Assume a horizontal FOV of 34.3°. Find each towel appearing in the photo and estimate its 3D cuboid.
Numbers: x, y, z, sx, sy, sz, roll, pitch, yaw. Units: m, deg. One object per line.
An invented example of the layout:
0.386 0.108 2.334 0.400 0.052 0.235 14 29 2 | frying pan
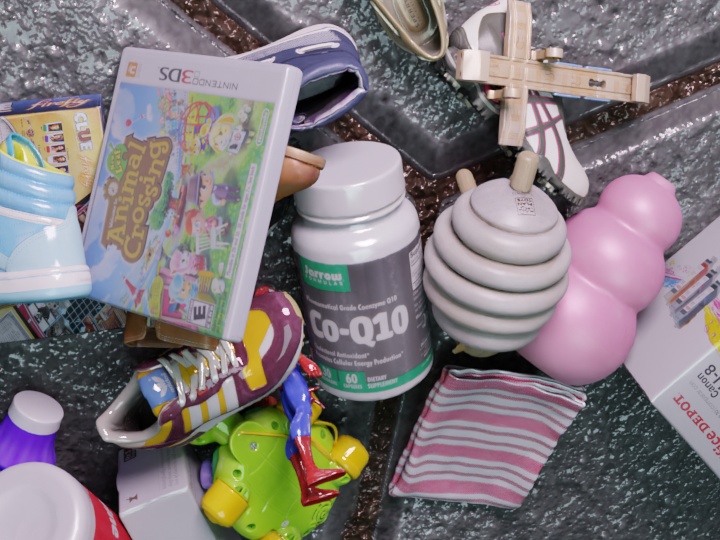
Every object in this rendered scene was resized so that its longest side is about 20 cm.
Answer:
0.120 0.170 1.131 0.144 0.030 0.202 8 133 -13 | towel

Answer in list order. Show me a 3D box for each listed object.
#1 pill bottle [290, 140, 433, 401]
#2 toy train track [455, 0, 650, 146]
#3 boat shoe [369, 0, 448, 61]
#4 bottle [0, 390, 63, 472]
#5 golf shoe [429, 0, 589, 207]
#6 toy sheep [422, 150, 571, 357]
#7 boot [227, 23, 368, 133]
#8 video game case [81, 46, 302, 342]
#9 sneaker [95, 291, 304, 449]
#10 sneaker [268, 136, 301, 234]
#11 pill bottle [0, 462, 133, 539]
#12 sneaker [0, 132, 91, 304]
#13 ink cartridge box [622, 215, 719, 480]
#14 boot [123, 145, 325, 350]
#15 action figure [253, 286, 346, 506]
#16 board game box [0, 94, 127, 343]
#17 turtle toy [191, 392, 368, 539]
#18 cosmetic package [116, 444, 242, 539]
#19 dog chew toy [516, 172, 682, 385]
0.000 0.000 1.006 0.111 0.113 0.203 -12 118 -6 | pill bottle
0.168 -0.158 0.954 0.197 0.032 0.117 1 93 -31 | toy train track
0.012 -0.256 0.910 0.072 0.063 0.202 -28 118 3 | boat shoe
-0.327 0.205 1.063 0.083 0.065 0.202 18 111 -27 | bottle
0.149 -0.137 0.995 0.088 0.077 0.200 -44 118 1 | golf shoe
0.114 -0.011 0.972 0.135 0.139 0.203 -2 126 -11 | toy sheep
-0.090 -0.132 0.933 0.198 0.091 0.073 -27 119 4 | boot
-0.137 -0.063 0.885 0.022 0.180 0.203 12 90 -53 | video game case
-0.131 0.089 0.961 0.200 0.075 0.090 -42 159 23 | sneaker
-0.116 -0.032 0.995 0.072 0.072 0.202 33 99 9 | sneaker
-0.257 0.253 1.022 0.111 0.113 0.201 -21 149 -1 | pill bottle
-0.304 -0.039 0.912 0.196 0.079 0.133 -2 91 11 | sneaker
0.353 0.064 1.096 0.200 0.145 0.145 -41 117 11 | ink cartridge box
-0.110 -0.016 0.912 0.073 0.198 0.157 20 69 -46 | boot
-0.058 0.098 1.007 0.051 0.202 0.066 -15 150 -14 | action figure
-0.270 -0.040 0.973 0.133 0.035 0.203 -6 117 -9 | board game box
-0.095 0.170 1.075 0.146 0.101 0.200 -49 118 -16 | turtle toy
-0.158 0.260 1.109 0.073 0.102 0.202 -21 120 -2 | cosmetic package
0.218 0.002 1.055 0.124 0.125 0.201 31 99 -24 | dog chew toy
